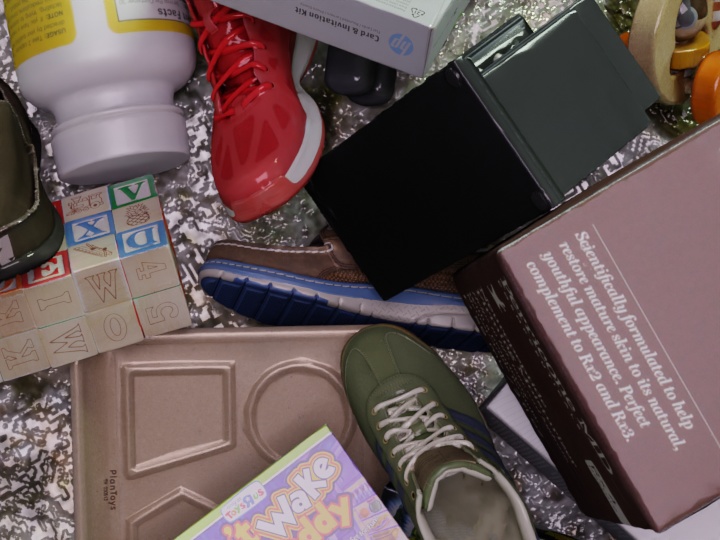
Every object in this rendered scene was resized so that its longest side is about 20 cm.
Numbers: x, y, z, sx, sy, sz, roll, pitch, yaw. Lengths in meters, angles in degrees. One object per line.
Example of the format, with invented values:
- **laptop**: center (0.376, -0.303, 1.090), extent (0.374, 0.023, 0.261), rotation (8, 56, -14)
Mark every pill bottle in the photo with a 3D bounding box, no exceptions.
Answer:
- **pill bottle**: center (-0.159, -0.159, 1.270), extent (0.110, 0.111, 0.202), rotation (-10, 83, -4)

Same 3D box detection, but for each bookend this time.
- **bookend**: center (0.096, -0.094, 1.196), extent (0.198, 0.200, 0.092), rotation (-38, 94, -29)

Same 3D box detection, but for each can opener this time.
- **can opener**: center (-0.004, -0.205, 1.323), extent (0.066, 0.053, 0.202), rotation (3, 82, 30)

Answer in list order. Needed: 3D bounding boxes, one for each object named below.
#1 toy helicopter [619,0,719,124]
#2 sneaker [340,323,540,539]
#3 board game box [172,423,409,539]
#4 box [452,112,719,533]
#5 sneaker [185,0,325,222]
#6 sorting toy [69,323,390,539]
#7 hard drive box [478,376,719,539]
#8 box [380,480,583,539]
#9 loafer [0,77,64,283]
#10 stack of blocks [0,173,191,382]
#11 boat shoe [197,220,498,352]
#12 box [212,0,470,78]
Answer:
- **toy helicopter**: center (0.212, -0.194, 1.295), extent (0.078, 0.133, 0.201), rotation (16, 61, 31)
- **sneaker**: center (0.049, 0.108, 1.173), extent (0.067, 0.090, 0.201), rotation (-28, 73, -3)
- **board game box**: center (-0.059, 0.201, 1.190), extent (0.199, 0.045, 0.135), rotation (-37, 85, -3)
- **box**: center (0.166, 0.026, 1.137), extent (0.163, 0.200, 0.167), rotation (-30, 88, -5)
- **sneaker**: center (-0.080, -0.125, 1.222), extent (0.078, 0.201, 0.116), rotation (-28, 127, 19)
- **sorting toy**: center (-0.072, 0.125, 1.263), extent (0.198, 0.036, 0.187), rotation (-2, 99, -7)
- **hard drive box**: center (0.194, 0.091, 1.274), extent (0.200, 0.077, 0.156), rotation (40, 83, 2)
- **box**: center (0.090, 0.217, 1.227), extent (0.198, 0.040, 0.138), rotation (17, 97, 10)
- **loafer**: center (-0.220, -0.057, 1.214), extent (0.072, 0.200, 0.072), rotation (-23, 122, -2)
- **stack of blocks**: center (-0.206, 0.007, 1.238), extent (0.198, 0.115, 0.059), rotation (-16, 123, -3)
- **boat shoe**: center (0.000, 0.000, 1.282), extent (0.198, 0.072, 0.073), rotation (11, 72, -15)
- **box**: center (0.004, -0.206, 1.204), extent (0.155, 0.041, 0.201), rotation (21, 46, 10)
